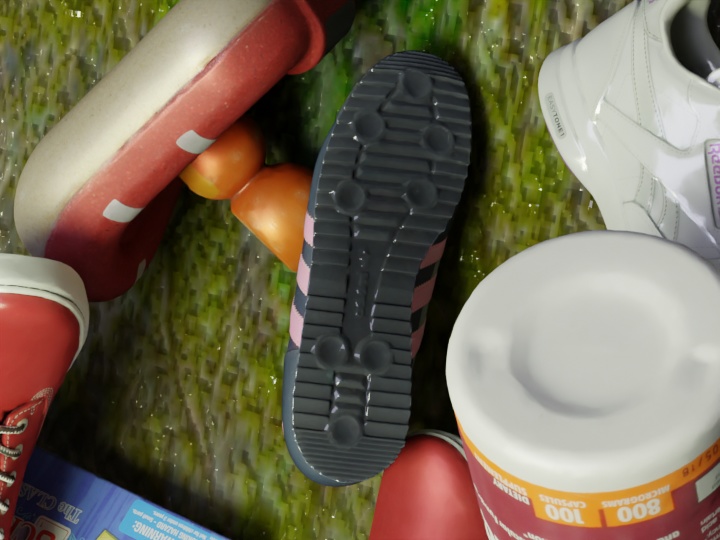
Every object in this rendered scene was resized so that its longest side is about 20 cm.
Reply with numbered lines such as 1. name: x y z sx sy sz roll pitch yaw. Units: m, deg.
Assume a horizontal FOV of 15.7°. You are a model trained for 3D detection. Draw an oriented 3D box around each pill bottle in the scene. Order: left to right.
1. pill bottle: 0.103 0.088 1.019 0.114 0.200 0.114 -7 50 9

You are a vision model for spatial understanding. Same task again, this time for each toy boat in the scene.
1. toy boat: -0.064 -0.051 1.218 0.131 0.131 0.200 46 119 -5

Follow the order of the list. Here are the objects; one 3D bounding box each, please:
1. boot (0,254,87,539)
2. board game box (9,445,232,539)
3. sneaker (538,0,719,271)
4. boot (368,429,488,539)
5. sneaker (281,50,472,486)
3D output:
1. boot: -0.173 0.090 1.197 0.200 0.072 0.144 121 155 -57
2. board game box: -0.174 0.189 1.275 0.200 0.041 0.200 20 73 35
3. sneaker: 0.146 -0.028 1.072 0.100 0.075 0.200 -38 68 31
4. boot: 0.003 0.170 1.134 0.072 0.144 0.200 3 90 38
5. sneaker: 0.000 0.000 1.189 0.070 0.082 0.200 16 78 -7
